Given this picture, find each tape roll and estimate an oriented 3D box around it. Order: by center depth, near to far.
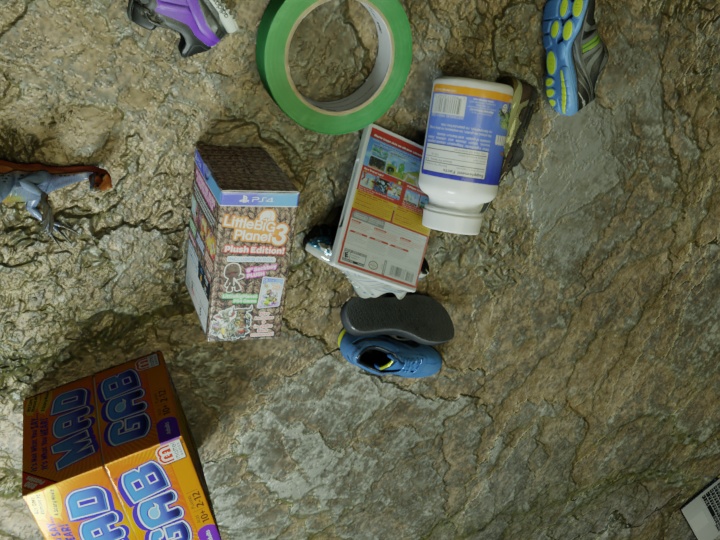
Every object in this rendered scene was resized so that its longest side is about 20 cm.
[{"bbox_3d":[-0.032,-0.277,1.025,0.198,0.048,0.203,-10,119,-18],"label":"tape roll"}]

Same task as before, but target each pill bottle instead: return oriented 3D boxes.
[{"bbox_3d":[0.139,-0.155,1.100,0.111,0.112,0.203,3,101,-24],"label":"pill bottle"}]

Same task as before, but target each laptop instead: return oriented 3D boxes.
[{"bbox_3d":[0.851,0.553,1.803,0.199,0.116,0.188,-38,124,0],"label":"laptop"}]

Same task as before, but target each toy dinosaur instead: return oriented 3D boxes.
[{"bbox_3d":[-0.393,-0.104,0.943,0.181,0.105,0.202,-37,114,-26],"label":"toy dinosaur"}]

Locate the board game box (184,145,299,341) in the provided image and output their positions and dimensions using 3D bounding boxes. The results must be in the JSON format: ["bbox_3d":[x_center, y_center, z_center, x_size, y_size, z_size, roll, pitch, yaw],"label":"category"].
[{"bbox_3d":[-0.157,-0.037,1.031,0.096,0.160,0.202,-1,117,-23],"label":"board game box"}]

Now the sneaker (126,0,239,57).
[{"bbox_3d":[-0.230,-0.323,0.903,0.099,0.070,0.201,-37,124,2],"label":"sneaker"}]

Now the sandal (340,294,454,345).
[{"bbox_3d":[0.056,0.075,1.247,0.198,0.077,0.043,10,154,-26],"label":"sandal"}]

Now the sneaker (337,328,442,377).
[{"bbox_3d":[0.056,0.143,1.269,0.198,0.078,0.067,19,106,-31],"label":"sneaker"}]

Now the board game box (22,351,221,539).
[{"bbox_3d":[-0.324,0.274,1.098,0.198,0.200,0.202,-19,121,-13],"label":"board game box"}]

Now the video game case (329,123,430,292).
[{"bbox_3d":[0.042,-0.085,1.128,0.142,0.017,0.203,18,83,-30],"label":"video game case"}]

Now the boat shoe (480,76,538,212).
[{"bbox_3d":[0.207,-0.174,1.168,0.065,0.072,0.203,8,108,-21],"label":"boat shoe"}]

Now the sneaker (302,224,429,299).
[{"bbox_3d":[0.000,0.000,1.175,0.198,0.075,0.087,18,123,-24],"label":"sneaker"}]

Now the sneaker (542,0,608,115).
[{"bbox_3d":[0.307,-0.323,1.142,0.082,0.071,0.202,-24,125,-26],"label":"sneaker"}]
